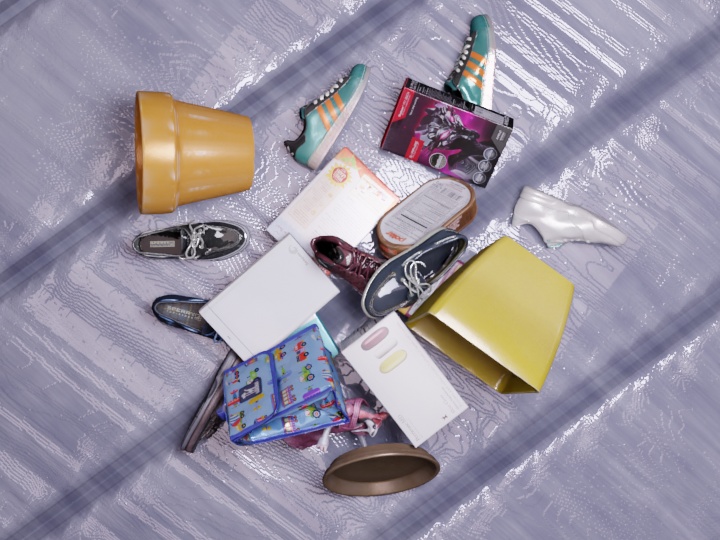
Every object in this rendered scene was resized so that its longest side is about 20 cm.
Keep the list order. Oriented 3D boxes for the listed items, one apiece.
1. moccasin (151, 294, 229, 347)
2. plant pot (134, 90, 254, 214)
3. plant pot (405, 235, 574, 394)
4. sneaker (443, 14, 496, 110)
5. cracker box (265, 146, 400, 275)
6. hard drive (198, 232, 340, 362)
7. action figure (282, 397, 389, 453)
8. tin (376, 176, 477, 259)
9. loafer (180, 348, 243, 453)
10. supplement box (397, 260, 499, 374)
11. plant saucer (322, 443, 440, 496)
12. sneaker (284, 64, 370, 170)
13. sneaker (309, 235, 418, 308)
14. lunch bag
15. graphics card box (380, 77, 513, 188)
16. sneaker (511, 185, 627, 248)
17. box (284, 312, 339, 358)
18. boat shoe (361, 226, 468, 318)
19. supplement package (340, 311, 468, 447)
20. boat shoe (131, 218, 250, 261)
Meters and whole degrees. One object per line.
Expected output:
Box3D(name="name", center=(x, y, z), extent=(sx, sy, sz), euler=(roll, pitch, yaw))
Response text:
Box3D(name="moccasin", center=(-0.263, 0.089, 1.510), extent=(0.200, 0.068, 0.081), euler=(7, 90, -3))
Box3D(name="plant pot", center=(-0.276, -0.195, 1.459), extent=(0.183, 0.200, 0.200), euler=(-2, 91, -18))
Box3D(name="plant pot", center=(0.214, 0.062, 1.366), extent=(0.200, 0.200, 0.176), euler=(36, 79, -1))
Box3D(name="sneaker", center=(0.187, -0.344, 1.516), extent=(0.080, 0.071, 0.200), euler=(2, 92, -6))
Box3D(name="cracker box", center=(-0.047, -0.096, 1.520), extent=(0.134, 0.058, 0.200), euler=(44, 89, -3))
Box3D(name="hard drive", center=(-0.152, 0.051, 1.473), extent=(0.200, 0.027, 0.132), euler=(-41, 104, 0))
Box3D(name="action figure", center=(-0.044, 0.247, 1.492), extent=(0.200, 0.134, 0.149), euler=(-11, 65, 20))
Box3D(name="tin", center=(0.112, -0.090, 1.484), extent=(0.200, 0.042, 0.112), euler=(-40, 47, -25))
Box3D(name="loafer", center=(-0.242, 0.232, 1.514), extent=(0.063, 0.072, 0.200), euler=(28, 89, -8))
Box3D(name="supplement box", center=(0.175, 0.066, 1.504), extent=(0.200, 0.103, 0.131), euler=(35, 89, -1))
Box3D(name="plant saucer", center=(0.034, 0.335, 1.475), extent=(0.200, 0.200, 0.029), euler=(-6, 58, -1))
Box3D(name="sneaker", center=(-0.058, -0.276, 1.503), extent=(0.080, 0.071, 0.200), euler=(31, 91, -6))
Box3D(name="sneaker", center=(0.000, 0.000, 1.418), extent=(0.200, 0.116, 0.076), euler=(25, 88, 13))
Box3D(name="lunch bag", center=(-0.136, 0.199, 1.421), extent=(0.200, 0.151, 0.094), euler=(-21, 133, 2))
Box3D(name="graphics card box", center=(0.147, -0.234, 1.500), extent=(0.200, 0.051, 0.126), euler=(21, 124, -3))
Box3D(name="sneaker", center=(0.361, -0.072, 1.533), extent=(0.200, 0.075, 0.089), euler=(23, 103, 4))
Box3D(name="box", center=(-0.121, 0.078, 1.524), extent=(0.082, 0.049, 0.200), euler=(-32, 92, -1))
Box3D(name="boat shoe", center=(0.089, 0.007, 1.386), extent=(0.200, 0.062, 0.075), euler=(-36, 114, -16))
Box3D(name="supplement package", center=(0.069, 0.173, 1.477), extent=(0.111, 0.156, 0.200), euler=(-38, 92, 0))
Box3D(name="boat shoe", center=(-0.291, -0.052, 1.508), extent=(0.199, 0.068, 0.074), euler=(1, 91, -2))
